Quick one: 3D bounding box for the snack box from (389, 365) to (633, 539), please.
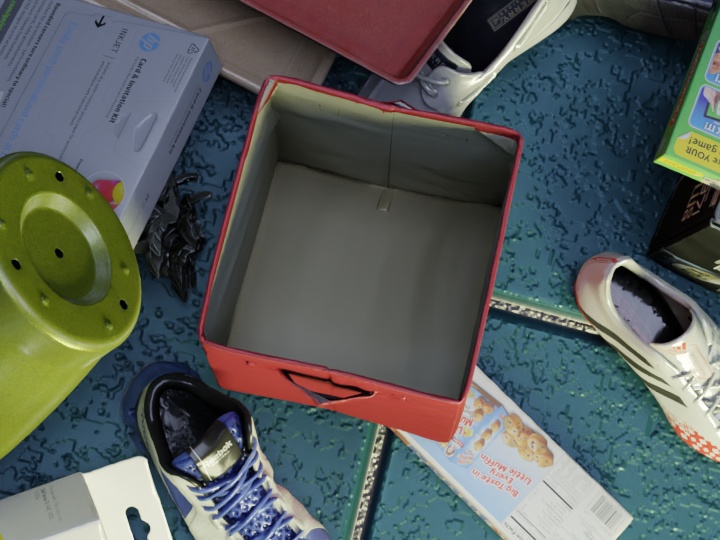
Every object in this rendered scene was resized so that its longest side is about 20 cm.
[{"bbox_3d":[0.092,0.127,1.430,0.200,0.024,0.072,44,81,0],"label":"snack box"}]

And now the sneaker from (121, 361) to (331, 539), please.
[{"bbox_3d":[-0.088,0.144,1.360,0.080,0.115,0.200,-36,88,-9],"label":"sneaker"}]

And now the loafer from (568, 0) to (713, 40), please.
[{"bbox_3d":[0.184,-0.206,1.440,0.199,0.072,0.063,10,76,15],"label":"loafer"}]

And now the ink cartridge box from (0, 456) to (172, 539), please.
[{"bbox_3d":[-0.213,0.210,1.338,0.199,0.067,0.118,-20,117,-9],"label":"ink cartridge box"}]

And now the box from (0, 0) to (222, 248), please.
[{"bbox_3d":[-0.212,-0.105,1.364,0.199,0.041,0.157,16,69,20],"label":"box"}]

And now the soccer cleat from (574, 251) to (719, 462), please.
[{"bbox_3d":[0.226,0.064,1.423,0.069,0.085,0.200,-43,89,-10],"label":"soccer cleat"}]

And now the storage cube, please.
[{"bbox_3d":[0.000,0.000,1.341,0.170,0.180,0.201,13,78,3],"label":"storage cube"}]

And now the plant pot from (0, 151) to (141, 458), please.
[{"bbox_3d":[-0.242,0.026,1.263,0.192,0.200,0.201,-28,86,30],"label":"plant pot"}]

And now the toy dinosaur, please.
[{"bbox_3d":[-0.178,-0.038,1.388,0.135,0.102,0.201,16,103,12],"label":"toy dinosaur"}]

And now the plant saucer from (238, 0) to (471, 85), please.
[{"bbox_3d":[-0.002,-0.228,1.396,0.199,0.037,0.200,29,65,14],"label":"plant saucer"}]

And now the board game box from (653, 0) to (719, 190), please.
[{"bbox_3d":[0.301,-0.093,1.317,0.199,0.029,0.135,22,80,-5],"label":"board game box"}]

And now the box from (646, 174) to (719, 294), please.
[{"bbox_3d":[0.288,-0.090,1.411,0.086,0.164,0.201,25,81,-4],"label":"box"}]

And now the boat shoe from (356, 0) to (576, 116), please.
[{"bbox_3d":[0.059,-0.147,1.410,0.200,0.065,0.074,-45,76,13],"label":"boat shoe"}]

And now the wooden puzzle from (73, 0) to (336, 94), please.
[{"bbox_3d":[-0.090,-0.221,1.431,0.199,0.037,0.186,25,65,1],"label":"wooden puzzle"}]
